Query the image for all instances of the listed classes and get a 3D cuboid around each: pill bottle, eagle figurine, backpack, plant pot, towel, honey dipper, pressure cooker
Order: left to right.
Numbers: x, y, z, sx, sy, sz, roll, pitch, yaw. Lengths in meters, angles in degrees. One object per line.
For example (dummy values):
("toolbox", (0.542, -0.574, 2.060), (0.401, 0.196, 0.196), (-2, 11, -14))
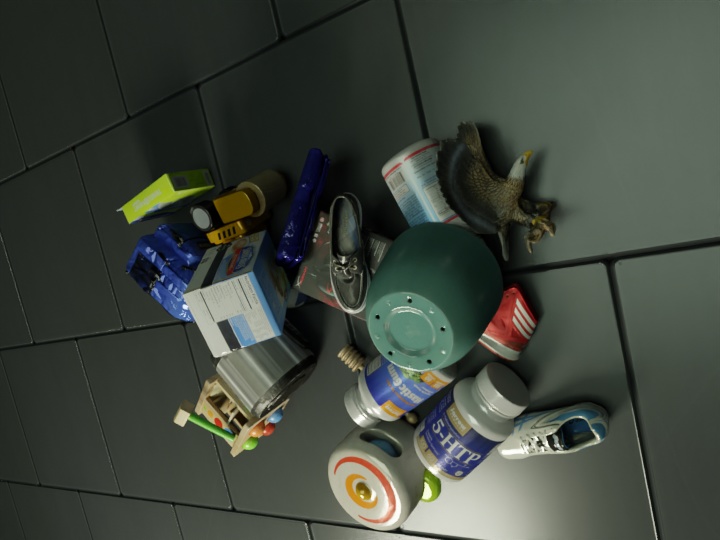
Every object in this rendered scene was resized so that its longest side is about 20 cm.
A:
("backpack", (-0.385, 0.005, 1.203), (0.200, 0.162, 0.169), (44, 117, 16))
("pressure cooker", (-0.208, 0.174, 1.124), (0.200, 0.178, 0.176), (46, 126, 12))
("towel", (-0.102, -0.104, 0.987), (0.049, 0.148, 0.203), (17, 81, -7))
("honey dipper", (0.038, 0.223, 1.074), (0.200, 0.038, 0.038), (42, 120, 11))
("pill bottle", (0.066, 0.198, 0.985), (0.200, 0.112, 0.113), (-42, 80, 22))
("plant pot", (0.097, 0.051, 0.809), (0.198, 0.161, 0.203), (11, 118, 21))
("pill bottle", (0.124, -0.103, 0.893), (0.108, 0.108, 0.202), (-30, 86, 33))
("pill bottle", (0.190, 0.255, 0.935), (0.120, 0.119, 0.201), (43, 120, 15))
("eagle figurine", (0.200, -0.124, 0.826), (0.198, 0.152, 0.152), (29, 79, 5))

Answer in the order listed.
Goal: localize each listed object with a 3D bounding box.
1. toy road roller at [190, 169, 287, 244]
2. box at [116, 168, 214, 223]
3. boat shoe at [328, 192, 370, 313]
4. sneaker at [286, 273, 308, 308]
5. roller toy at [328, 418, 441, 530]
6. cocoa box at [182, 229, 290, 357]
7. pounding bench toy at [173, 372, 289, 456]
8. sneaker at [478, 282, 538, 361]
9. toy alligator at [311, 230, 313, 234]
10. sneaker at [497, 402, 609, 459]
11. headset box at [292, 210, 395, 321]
("toy road roller", (-0.228, -0.102, 1.110), (0.198, 0.123, 0.147), (-15, 108, 34))
("box", (-0.433, -0.161, 1.215), (0.198, 0.122, 0.048), (-23, 92, 34))
("boat shoe", (-0.021, -0.029, 0.903), (0.069, 0.066, 0.203), (0, 92, 10))
("sneaker", (-0.201, 0.049, 1.144), (0.198, 0.088, 0.077), (-1, 100, 30))
("roller toy", (0.034, 0.384, 1.041), (0.199, 0.139, 0.184), (-32, 88, 38))
("cocoa box", (-0.214, 0.035, 0.995), (0.130, 0.201, 0.135), (-18, 113, 6))
("pounding bench toy", (-0.277, 0.314, 1.180), (0.156, 0.199, 0.125), (43, 130, 15))
("sneaker", (0.203, 0.050, 0.915), (0.198, 0.078, 0.116), (31, 108, 8))
("toy alligator", (-0.050, -0.033, 1.056), (0.198, 0.059, 0.055), (25, 71, 16))
("sneaker", (0.305, 0.269, 0.896), (0.199, 0.072, 0.073), (-31, 87, 35))
("headset box", (0.000, 0.000, 0.973), (0.198, 0.075, 0.150), (23, 96, 8))
